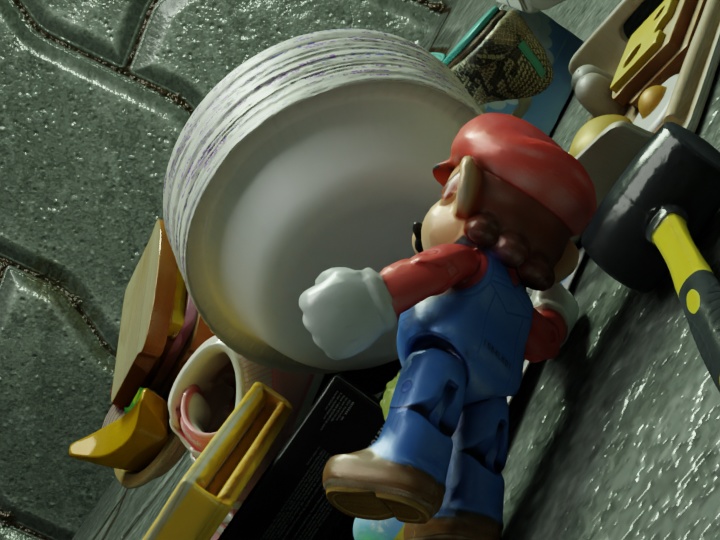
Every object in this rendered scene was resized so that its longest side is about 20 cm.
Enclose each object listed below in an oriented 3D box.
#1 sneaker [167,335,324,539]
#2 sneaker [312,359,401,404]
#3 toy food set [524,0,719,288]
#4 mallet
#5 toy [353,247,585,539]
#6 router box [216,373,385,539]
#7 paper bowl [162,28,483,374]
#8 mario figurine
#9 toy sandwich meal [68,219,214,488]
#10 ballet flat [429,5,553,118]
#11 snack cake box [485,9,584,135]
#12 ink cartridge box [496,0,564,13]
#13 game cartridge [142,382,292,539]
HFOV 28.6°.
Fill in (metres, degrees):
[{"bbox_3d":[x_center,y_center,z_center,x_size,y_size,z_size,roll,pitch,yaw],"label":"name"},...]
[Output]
[{"bbox_3d":[-0.090,0.123,0.922,0.104,0.075,0.203,-11,-58,-56],"label":"sneaker"},{"bbox_3d":[0.000,0.000,0.962,0.094,0.069,0.202,-114,36,-48],"label":"sneaker"},{"bbox_3d":[0.131,-0.094,0.772,0.144,0.060,0.201,-48,10,49],"label":"toy food set"},{"bbox_3d":[0.125,-0.004,0.505,0.066,0.041,0.200,-57,10,12],"label":"mallet"},{"bbox_3d":[0.037,0.069,0.705,0.115,0.047,0.201,-45,13,51],"label":"toy"},{"bbox_3d":[-0.051,0.154,0.824,0.201,0.051,0.149,-55,-2,-3],"label":"router box"},{"bbox_3d":[-0.007,-0.025,0.805,0.201,0.199,0.105,-53,38,21],"label":"paper bowl"},{"bbox_3d":[0.038,0.022,0.619,0.124,0.104,0.202,77,-151,-60],"label":"mario figurine"},{"bbox_3d":[-0.155,0.060,1.029,0.205,0.070,0.207,-47,31,40],"label":"toy sandwich meal"},{"bbox_3d":[0.063,-0.112,0.919,0.068,0.075,0.200,-49,13,-20],"label":"ballet flat"},{"bbox_3d":[0.085,-0.089,1.045,0.201,0.067,0.115,-60,7,-32],"label":"snack cake box"},{"bbox_3d":[0.155,-0.246,0.976,0.145,0.084,0.200,-22,11,4],"label":"ink cartridge box"},{"bbox_3d":[-0.113,0.171,0.780,0.201,0.032,0.176,-59,-1,14],"label":"game cartridge"}]
